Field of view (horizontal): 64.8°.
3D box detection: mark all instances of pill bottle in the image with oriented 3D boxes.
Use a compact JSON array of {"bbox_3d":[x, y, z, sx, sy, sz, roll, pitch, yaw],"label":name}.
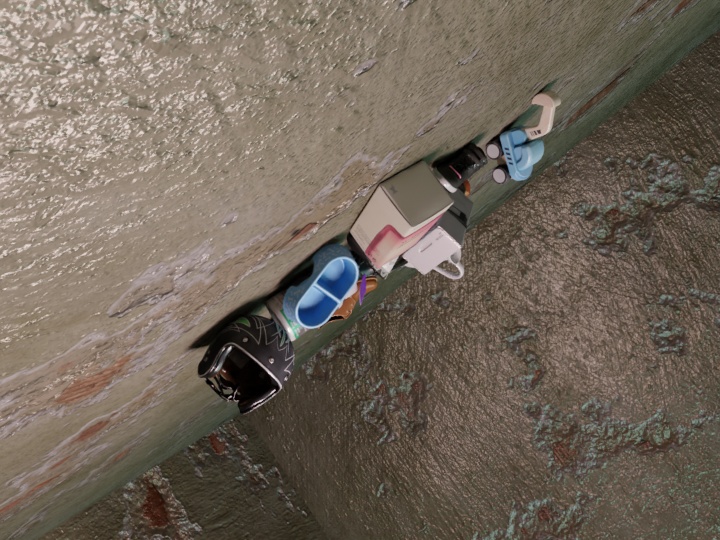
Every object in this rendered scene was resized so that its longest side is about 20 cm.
[{"bbox_3d":[-0.112,0.064,1.326,0.199,0.113,0.113,-35,172,-16],"label":"pill bottle"}]

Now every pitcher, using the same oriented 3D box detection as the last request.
[{"bbox_3d":[0.202,-0.048,1.672,0.198,0.173,0.121,2,-143,31],"label":"pitcher"}]

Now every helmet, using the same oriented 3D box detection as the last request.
[{"bbox_3d":[-0.237,0.192,1.239,0.190,0.200,0.200,-41,172,6],"label":"helmet"}]

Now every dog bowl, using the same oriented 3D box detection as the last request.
[{"bbox_3d":[-0.081,0.039,1.229,0.111,0.050,0.201,37,91,-37],"label":"dog bowl"}]

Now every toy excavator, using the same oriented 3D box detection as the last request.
[{"bbox_3d":[0.413,-0.324,1.396,0.100,0.196,0.199,-30,-162,-37],"label":"toy excavator"}]

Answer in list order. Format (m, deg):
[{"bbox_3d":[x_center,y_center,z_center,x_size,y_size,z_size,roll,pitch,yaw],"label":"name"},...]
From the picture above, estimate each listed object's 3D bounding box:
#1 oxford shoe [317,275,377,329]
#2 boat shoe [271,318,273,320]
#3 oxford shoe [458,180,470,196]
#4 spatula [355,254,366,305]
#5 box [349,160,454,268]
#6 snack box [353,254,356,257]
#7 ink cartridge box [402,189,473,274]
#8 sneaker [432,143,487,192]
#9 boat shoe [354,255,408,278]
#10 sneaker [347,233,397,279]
[{"bbox_3d":[-0.036,0.081,1.415,0.199,0.072,0.071,-31,157,-9],"label":"oxford shoe"},{"bbox_3d":[-0.218,0.158,1.557,0.199,0.073,0.065,-29,-147,30],"label":"boat shoe"},{"bbox_3d":[0.224,-0.188,1.589,0.072,0.072,0.200,-8,153,-30],"label":"oxford shoe"},{"bbox_3d":[0.000,0.000,1.392,0.020,0.201,0.057,-5,129,-2],"label":"spatula"},{"bbox_3d":[0.081,-0.111,1.181,0.127,0.109,0.200,-32,171,-28],"label":"box"},{"bbox_3d":[0.004,-0.012,1.574,0.024,0.073,0.200,9,-166,24],"label":"snack box"},{"bbox_3d":[0.202,-0.106,1.467,0.144,0.084,0.201,-41,-165,41],"label":"ink cartridge box"},{"bbox_3d":[0.227,-0.237,1.272,0.099,0.071,0.200,-43,176,27],"label":"sneaker"},{"bbox_3d":[0.056,-0.025,1.503,0.199,0.060,0.076,-28,126,-27],"label":"boat shoe"},{"bbox_3d":[0.035,-0.057,1.346,0.089,0.074,0.200,-50,150,-2],"label":"sneaker"}]
